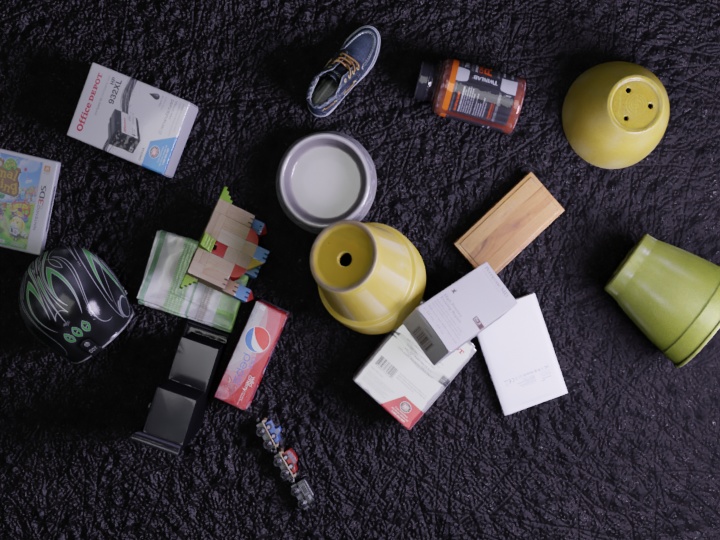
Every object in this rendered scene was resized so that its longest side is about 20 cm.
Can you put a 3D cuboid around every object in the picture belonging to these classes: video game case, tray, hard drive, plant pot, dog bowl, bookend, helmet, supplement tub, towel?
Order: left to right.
[{"bbox_3d":[-0.693,-0.140,1.644,0.197,0.022,0.185,13,92,0],"label":"video game case"},{"bbox_3d":[-0.535,0.053,1.577,0.199,0.200,0.192,-35,109,2],"label":"helmet"},{"bbox_3d":[-0.327,0.210,1.566,0.091,0.200,0.202,18,93,-1],"label":"bookend"},{"bbox_3d":[-0.320,0.021,1.643,0.197,0.031,0.152,18,93,0],"label":"towel"},{"bbox_3d":[-0.066,-0.168,1.618,0.196,0.059,0.204,0,92,1],"label":"dog bowl"},{"bbox_3d":[0.000,0.000,1.527,0.197,0.189,0.204,-5,75,19],"label":"plant pot"},{"bbox_3d":[0.201,-0.329,1.584,0.197,0.107,0.109,15,93,0],"label":"supplement tub"},{"bbox_3d":[0.282,-0.083,1.629,0.200,0.037,0.099,-43,91,3],"label":"tray"},{"bbox_3d":[0.305,0.161,1.643,0.130,0.025,0.203,-19,92,1],"label":"hard drive"},{"bbox_3d":[0.483,-0.293,1.564,0.196,0.142,0.204,0,93,1],"label":"plant pot"},{"bbox_3d":[0.563,0.038,1.566,0.192,0.200,0.201,38,92,11],"label":"plant pot"}]

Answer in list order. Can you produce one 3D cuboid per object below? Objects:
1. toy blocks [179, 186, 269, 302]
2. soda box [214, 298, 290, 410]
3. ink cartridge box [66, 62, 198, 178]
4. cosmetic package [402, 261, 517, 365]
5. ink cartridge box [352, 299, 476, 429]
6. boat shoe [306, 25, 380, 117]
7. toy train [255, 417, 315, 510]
[{"bbox_3d":[-0.237,-0.034,1.603,0.135,0.100,0.203,24,76,-13],"label":"toy blocks"},{"bbox_3d":[-0.207,0.160,1.631,0.069,0.063,0.203,24,92,-1],"label":"soda box"},{"bbox_3d":[-0.427,-0.281,1.604,0.197,0.084,0.147,22,93,0],"label":"ink cartridge box"},{"bbox_3d":[0.182,0.076,1.548,0.199,0.074,0.102,-32,80,-34],"label":"cosmetic package"},{"bbox_3d":[0.102,0.173,1.617,0.146,0.083,0.201,41,92,0],"label":"ink cartridge box"},{"bbox_3d":[-0.029,-0.375,1.592,0.070,0.091,0.201,36,92,-1],"label":"boat shoe"},{"bbox_3d":[-0.144,0.369,1.653,0.045,0.034,0.202,-30,92,-2],"label":"toy train"}]
